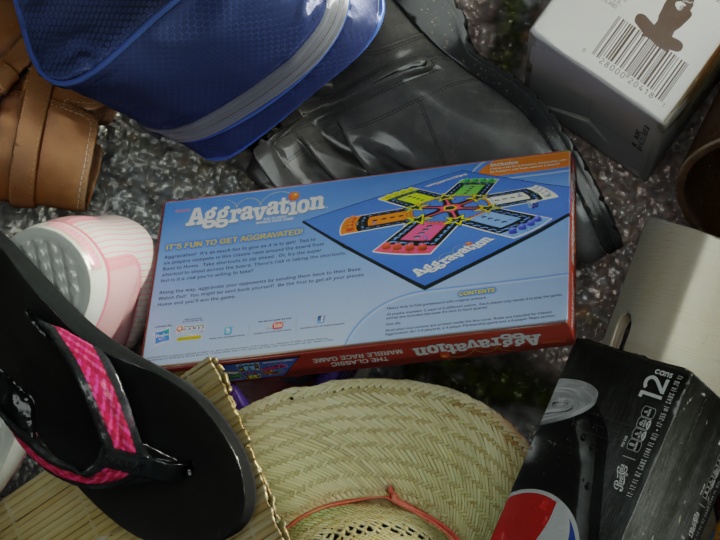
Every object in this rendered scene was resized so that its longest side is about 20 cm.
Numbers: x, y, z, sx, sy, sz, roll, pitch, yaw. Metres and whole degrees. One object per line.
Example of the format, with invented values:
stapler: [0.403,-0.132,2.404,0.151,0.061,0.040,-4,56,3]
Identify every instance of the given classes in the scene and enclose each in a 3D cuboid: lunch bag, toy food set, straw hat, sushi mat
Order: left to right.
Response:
sushi mat: [-0.118,0.127,1.108,0.200,0.012,0.096,-34,64,28]
lunch bag: [-0.085,-0.160,1.139,0.136,0.132,0.201,-34,56,21]
straw hat: [0.004,0.149,1.086,0.200,0.085,0.202,-2,104,-7]
toy food set: [0.206,0.077,1.145,0.199,0.060,0.144,20,90,-2]

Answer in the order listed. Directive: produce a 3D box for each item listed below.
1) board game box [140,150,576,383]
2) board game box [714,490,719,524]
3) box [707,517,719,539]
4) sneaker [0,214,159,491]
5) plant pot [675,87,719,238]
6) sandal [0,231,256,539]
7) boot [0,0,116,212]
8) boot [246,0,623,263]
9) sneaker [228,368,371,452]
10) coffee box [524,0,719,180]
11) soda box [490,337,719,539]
board game box: [0.000,0.000,1.112,0.199,0.019,0.103,-7,51,14]
board game box: [0.265,0.121,1.105,0.199,0.032,0.121,-11,95,-2]
box: [0.247,0.159,1.073,0.200,0.041,0.119,31,90,-6]
sneaker: [-0.165,0.050,1.160,0.075,0.105,0.200,43,113,8]
plant pot: [0.263,-0.101,1.128,0.186,0.187,0.201,18,69,5]
sandal: [-0.131,0.054,1.063,0.200,0.045,0.075,40,113,12]
boot: [-0.206,-0.051,1.175,0.154,0.074,0.201,19,83,1]
boot: [0.025,-0.052,1.177,0.132,0.070,0.200,-39,71,-1]
sneaker: [-0.070,0.084,1.139,0.080,0.083,0.200,33,83,7]
coffee box: [0.166,-0.156,1.161,0.080,0.114,0.200,35,81,8]
soda box: [0.094,0.137,1.056,0.063,0.071,0.201,16,77,37]
